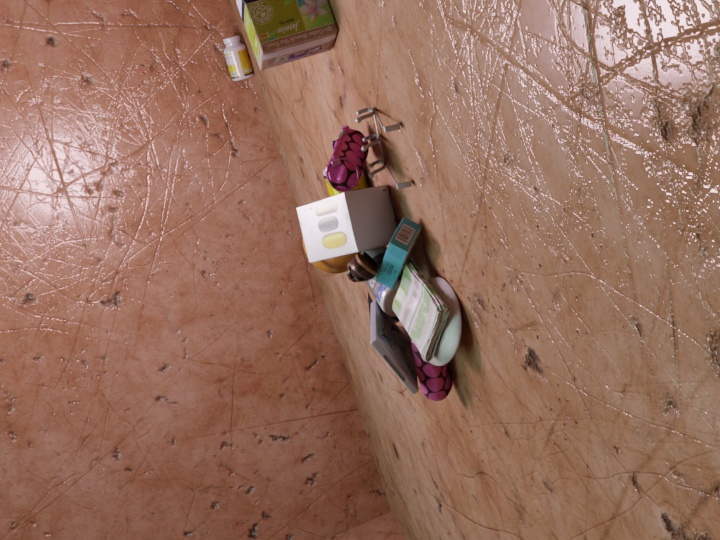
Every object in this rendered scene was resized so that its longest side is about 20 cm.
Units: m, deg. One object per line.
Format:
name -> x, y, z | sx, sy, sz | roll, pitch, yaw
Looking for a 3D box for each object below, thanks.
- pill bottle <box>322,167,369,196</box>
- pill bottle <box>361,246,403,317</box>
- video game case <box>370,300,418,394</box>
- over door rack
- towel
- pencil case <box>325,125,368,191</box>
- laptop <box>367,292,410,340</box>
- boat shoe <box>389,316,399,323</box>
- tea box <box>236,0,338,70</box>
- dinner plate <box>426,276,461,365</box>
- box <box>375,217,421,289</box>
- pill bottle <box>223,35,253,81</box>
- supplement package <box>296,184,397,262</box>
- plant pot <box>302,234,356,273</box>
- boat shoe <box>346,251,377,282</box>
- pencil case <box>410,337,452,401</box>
pill bottle -> -0.025, -0.201, 1.952 | 0.112, 0.112, 0.200 | -147, 38, -73
pill bottle -> 0.072, 0.021, 1.844 | 0.200, 0.114, 0.114 | -123, 17, -50
video game case -> 0.085, 0.190, 1.771 | 0.182, 0.022, 0.200 | 52, -164, -20
over door rack -> 0.042, -0.278, 1.593 | 0.200, 0.067, 0.148 | -128, 20, -60
towel -> 0.128, 0.090, 1.594 | 0.200, 0.031, 0.149 | 56, 138, 49
pencil case -> -0.034, -0.273, 1.701 | 0.200, 0.091, 0.094 | -82, -21, -57
laptop -> 0.106, 0.177, 1.985 | 0.116, 0.200, 0.187 | -58, 40, 28
boat shoe -> 0.108, 0.103, 1.941 | 0.200, 0.068, 0.072 | 13, -120, -76
tea box -> -0.186, -0.635, 1.753 | 0.134, 0.200, 0.197 | 163, 86, -79
dinner plate -> 0.163, 0.114, 1.582 | 0.200, 0.024, 0.201 | -179, 90, -65
box -> 0.088, -0.038, 1.660 | 0.049, 0.082, 0.200 | 28, 153, 5
pill bottle -> -0.600, -1.035, 3.423 | 0.112, 0.112, 0.200 | -132, 26, -65
supplement package -> -0.033, -0.118, 1.788 | 0.200, 0.151, 0.152 | -11, 94, 49
plant pot -> -0.049, -0.104, 2.098 | 0.183, 0.200, 0.200 | -24, 85, 64
boat shoe -> 0.000, 0.000, 1.730 | 0.070, 0.070, 0.200 | 48, -174, 3
pencil case -> 0.182, 0.226, 1.736 | 0.091, 0.094, 0.200 | 10, 133, 25
